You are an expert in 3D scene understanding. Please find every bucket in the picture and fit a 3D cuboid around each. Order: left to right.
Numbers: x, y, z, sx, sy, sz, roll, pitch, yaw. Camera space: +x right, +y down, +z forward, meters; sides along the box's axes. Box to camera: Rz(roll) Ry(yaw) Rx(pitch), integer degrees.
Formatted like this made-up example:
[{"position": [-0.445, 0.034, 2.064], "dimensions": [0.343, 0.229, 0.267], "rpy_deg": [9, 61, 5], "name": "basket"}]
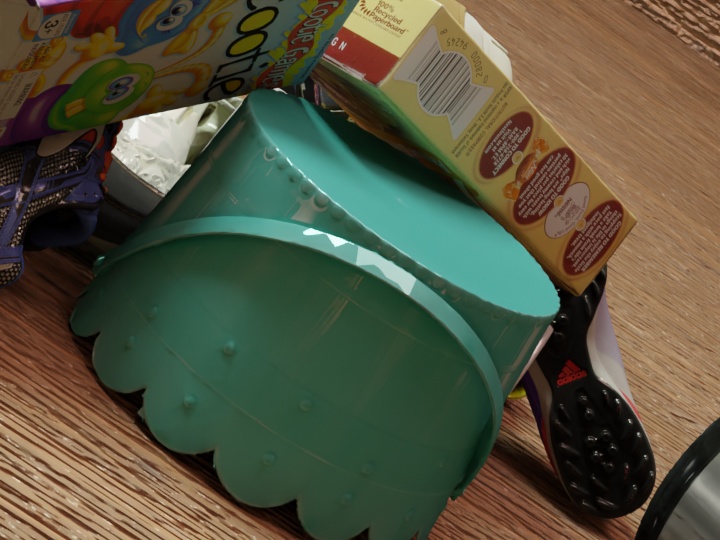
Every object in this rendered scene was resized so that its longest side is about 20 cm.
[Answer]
[{"position": [-0.016, 0.020, 1.334], "dimensions": [0.207, 0.135, 0.207], "rpy_deg": [32, 15, -10], "name": "bucket"}]

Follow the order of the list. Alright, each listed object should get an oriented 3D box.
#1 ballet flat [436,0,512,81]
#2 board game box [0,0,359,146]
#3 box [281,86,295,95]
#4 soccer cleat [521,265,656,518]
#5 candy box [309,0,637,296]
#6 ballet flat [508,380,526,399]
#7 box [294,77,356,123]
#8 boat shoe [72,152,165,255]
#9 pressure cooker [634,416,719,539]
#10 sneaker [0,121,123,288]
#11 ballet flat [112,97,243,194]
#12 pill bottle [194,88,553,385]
[{"position": [0.058, -0.095, 1.562], "dimensions": [0.200, 0.063, 0.069], "rpy_deg": [74, 14, -56], "name": "ballet flat"}, {"position": [-0.104, -0.137, 1.286], "dimensions": [0.200, 0.105, 0.103], "rpy_deg": [-15, 64, -40], "name": "board game box"}, {"position": [0.036, -0.083, 1.808], "dimensions": [0.117, 0.060, 0.200], "rpy_deg": [39, -3, -38], "name": "box"}, {"position": [0.109, 0.036, 1.571], "dimensions": [0.073, 0.068, 0.201], "rpy_deg": [-133, -155, -81], "name": "soccer cleat"}, {"position": [0.042, -0.076, 1.433], "dimensions": [0.115, 0.055, 0.200], "rpy_deg": [35, -7, 46], "name": "candy box"}, {"position": [0.061, 0.011, 1.598], "dimensions": [0.200, 0.067, 0.067], "rpy_deg": [59, 8, -54], "name": "ballet flat"}, {"position": [-0.013, -0.146, 1.611], "dimensions": [0.161, 0.049, 0.201], "rpy_deg": [95, -11, -68], "name": "box"}, {"position": [-0.163, -0.073, 1.412], "dimensions": [0.200, 0.073, 0.075], "rpy_deg": [31, 15, -19], "name": "boat shoe"}, {"position": [0.249, 0.169, 1.398], "dimensions": [0.178, 0.176, 0.200], "rpy_deg": [13, 23, -48], "name": "pressure cooker"}, {"position": [-0.146, -0.048, 1.321], "dimensions": [0.078, 0.075, 0.200], "rpy_deg": [49, 45, -2], "name": "sneaker"}, {"position": [-0.108, -0.073, 1.560], "dimensions": [0.072, 0.072, 0.200], "rpy_deg": [39, 15, 10], "name": "ballet flat"}, {"position": [0.000, 0.000, 1.497], "dimensions": [0.200, 0.104, 0.104], "rpy_deg": [36, 14, 2], "name": "pill bottle"}]
